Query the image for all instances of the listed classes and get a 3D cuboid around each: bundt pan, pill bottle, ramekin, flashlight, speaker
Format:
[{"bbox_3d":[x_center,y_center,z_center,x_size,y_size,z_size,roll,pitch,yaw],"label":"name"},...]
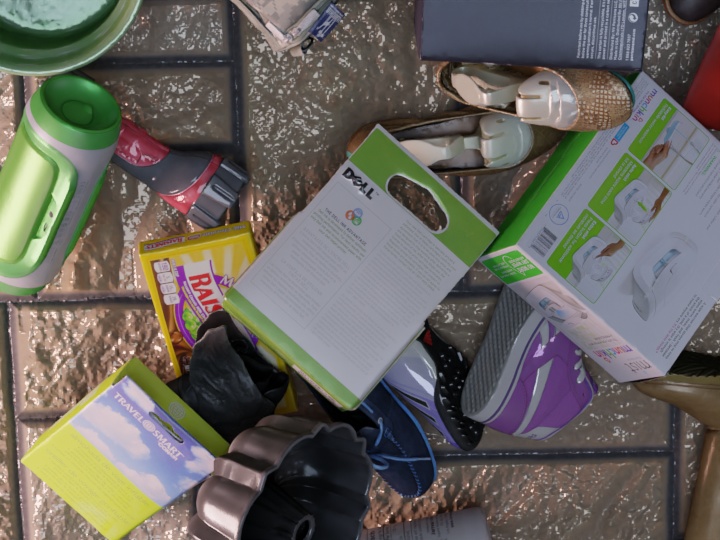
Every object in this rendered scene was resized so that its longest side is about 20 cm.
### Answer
[{"bbox_3d":[-0.077,0.213,1.680,0.076,0.202,0.203,22,107,31],"label":"bundt pan"},{"bbox_3d":[0.028,0.293,1.788,0.199,0.114,0.115,-12,104,4],"label":"pill bottle"},{"bbox_3d":[-0.273,-0.271,1.652,0.199,0.098,0.201,0,105,0],"label":"ramekin"},{"bbox_3d":[-0.195,-0.113,1.709,0.200,0.068,0.068,35,86,-8],"label":"flashlight"},{"bbox_3d":[-0.273,-0.072,1.678,0.088,0.089,0.200,26,128,-6],"label":"speaker"}]

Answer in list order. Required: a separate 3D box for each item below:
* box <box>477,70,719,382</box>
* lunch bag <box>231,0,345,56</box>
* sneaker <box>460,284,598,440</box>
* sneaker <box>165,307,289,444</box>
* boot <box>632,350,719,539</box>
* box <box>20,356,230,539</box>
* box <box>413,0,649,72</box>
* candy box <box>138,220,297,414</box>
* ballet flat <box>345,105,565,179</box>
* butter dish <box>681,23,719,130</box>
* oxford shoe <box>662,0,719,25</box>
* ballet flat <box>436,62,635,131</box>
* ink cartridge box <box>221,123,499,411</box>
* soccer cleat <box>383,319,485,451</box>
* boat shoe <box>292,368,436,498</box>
[{"bbox_3d":[0.235,-0.036,1.671,0.176,0.097,0.200,39,73,-11],"label":"box"},{"bbox_3d":[-0.077,-0.296,1.596,0.200,0.139,0.168,42,72,-13],"label":"lunch bag"},{"bbox_3d":[0.179,0.059,1.761,0.114,0.073,0.201,23,99,-26],"label":"sneaker"},{"bbox_3d":[-0.099,0.129,1.742,0.104,0.060,0.200,-31,116,22],"label":"sneaker"},{"bbox_3d":[0.319,0.181,1.784,0.174,0.066,0.201,6,106,-1],"label":"boot"},{"bbox_3d":[-0.207,0.160,1.739,0.122,0.048,0.200,43,135,-10],"label":"box"},{"bbox_3d":[0.137,-0.234,1.608,0.181,0.200,0.105,4,105,0],"label":"box"},{"bbox_3d":[-0.126,0.052,1.744,0.102,0.026,0.201,-13,122,2],"label":"candy box"},{"bbox_3d":[0.086,-0.112,1.705,0.199,0.072,0.068,-5,104,1],"label":"ballet flat"},{"bbox_3d":[0.387,-0.212,1.649,0.199,0.148,0.200,7,148,-6],"label":"butter dish"},{"bbox_3d":[0.330,-0.294,1.656,0.071,0.073,0.200,34,103,-9],"label":"oxford shoe"},{"bbox_3d":[0.140,-0.149,1.639,0.065,0.200,0.071,-29,120,-33],"label":"ballet flat"},{"bbox_3d":[0.000,0.000,1.668,0.148,0.076,0.200,41,82,-1],"label":"ink cartridge box"},{"bbox_3d":[0.044,0.084,1.768,0.073,0.068,0.200,-20,114,35],"label":"soccer cleat"},{"bbox_3d":[-0.007,0.136,1.756,0.084,0.069,0.200,-19,115,45],"label":"boat shoe"}]
